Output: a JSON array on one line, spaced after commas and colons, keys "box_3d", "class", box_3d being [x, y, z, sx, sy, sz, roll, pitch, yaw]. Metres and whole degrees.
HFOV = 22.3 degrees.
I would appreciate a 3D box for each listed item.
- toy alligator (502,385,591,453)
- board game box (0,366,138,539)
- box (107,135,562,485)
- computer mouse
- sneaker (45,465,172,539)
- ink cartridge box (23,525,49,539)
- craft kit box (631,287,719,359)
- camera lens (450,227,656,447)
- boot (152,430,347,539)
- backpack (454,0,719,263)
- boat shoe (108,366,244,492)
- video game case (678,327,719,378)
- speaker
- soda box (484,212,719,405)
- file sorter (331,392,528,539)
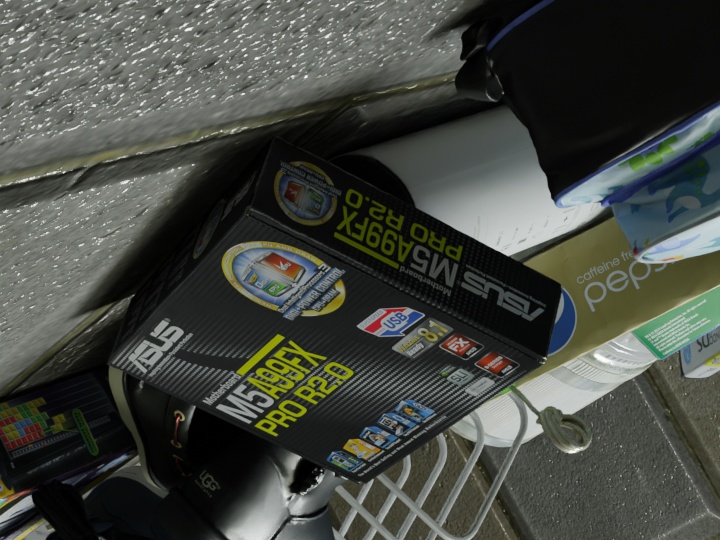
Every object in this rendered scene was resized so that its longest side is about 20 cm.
[{"box_3d": [0.046, 0.039, 0.991, 0.059, 0.200, 0.054, -14, 145, -44], "class": "toy alligator"}, {"box_3d": [-0.233, 0.136, 1.119, 0.199, 0.057, 0.165, -36, 172, 33], "class": "board game box"}, {"box_3d": [-0.019, 0.028, 0.902, 0.200, 0.159, 0.045, -41, -153, 54], "class": "box"}, {"box_3d": [-0.095, 0.192, 1.032, 0.046, 0.140, 0.200, -43, 130, -3], "class": "computer mouse"}, {"box_3d": [-0.180, 0.188, 1.189, 0.145, 0.078, 0.202, -19, -172, -31], "class": "sneaker"}, {"box_3d": [-0.246, 0.269, 1.363, 0.084, 0.201, 0.145, -31, 172, -6], "class": "ink cartridge box"}, {"box_3d": [0.249, -0.069, 1.176, 0.199, 0.048, 0.199, -34, -148, 25], "class": "craft kit box"}, {"box_3d": [0.134, 0.027, 1.357, 0.159, 0.161, 0.200, -20, 167, -48], "class": "camera lens"}, {"box_3d": [-0.013, 0.127, 1.084, 0.168, 0.076, 0.200, -45, 141, -3], "class": "boot"}, {"box_3d": [0.177, -0.095, 0.845, 0.182, 0.148, 0.199, -32, 174, 31], "class": "backpack"}, {"box_3d": [-0.093, 0.094, 1.088, 0.074, 0.063, 0.202, -58, 159, -21], "class": "boat shoe"}, {"box_3d": [0.261, -0.035, 1.330, 0.025, 0.202, 0.181, -2, 167, -7], "class": "video game case"}, {"box_3d": [0.062, -0.043, 0.982, 0.199, 0.082, 0.081, -21, 168, -46], "class": "speaker"}, {"box_3d": [0.129, 0.011, 1.060, 0.199, 0.064, 0.068, -28, 180, 4], "class": "soda box"}, {"box_3d": [0.000, 0.130, 1.297, 0.199, 0.124, 0.139, -26, -155, 50], "class": "file sorter"}]
